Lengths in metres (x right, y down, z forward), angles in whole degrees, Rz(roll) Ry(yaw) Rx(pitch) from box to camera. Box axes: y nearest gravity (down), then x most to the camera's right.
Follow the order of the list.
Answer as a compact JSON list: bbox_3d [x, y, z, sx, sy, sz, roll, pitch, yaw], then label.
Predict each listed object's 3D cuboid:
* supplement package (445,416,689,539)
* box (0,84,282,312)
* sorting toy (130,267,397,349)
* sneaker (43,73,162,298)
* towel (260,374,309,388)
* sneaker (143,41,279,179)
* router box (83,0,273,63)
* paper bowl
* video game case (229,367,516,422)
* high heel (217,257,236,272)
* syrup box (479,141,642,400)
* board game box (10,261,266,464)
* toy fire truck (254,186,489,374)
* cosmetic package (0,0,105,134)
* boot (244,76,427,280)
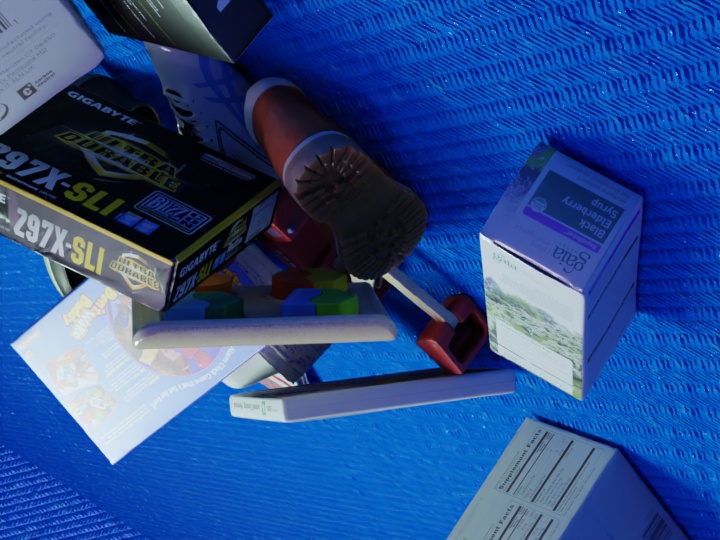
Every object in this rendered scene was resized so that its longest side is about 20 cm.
[{"bbox_3d":[0.186,0.254,1.881,0.110,0.156,0.200,17,155,46],"label":"supplement package"},{"bbox_3d":[-0.181,-0.058,1.575,0.199,0.160,0.050,25,124,17],"label":"box"},{"bbox_3d":[-0.074,0.025,1.582,0.183,0.037,0.200,-2,-173,-6],"label":"sorting toy"},{"bbox_3d":[-0.212,-0.053,1.798,0.074,0.202,0.106,-5,-162,-28],"label":"sneaker"},{"bbox_3d":[-0.118,0.063,2.211,0.143,0.023,0.200,29,160,31],"label":"towel"},{"bbox_3d":[-0.112,-0.112,1.642,0.072,0.073,0.200,25,159,38],"label":"sneaker"},{"bbox_3d":[-0.164,-0.231,1.451,0.149,0.051,0.200,19,154,46],"label":"router box"},{"bbox_3d":[-0.121,0.022,1.884,0.201,0.104,0.201,43,177,3],"label":"paper bowl"},{"bbox_3d":[0.007,0.103,1.813,0.198,0.022,0.182,-6,180,-17],"label":"video game case"},{"bbox_3d":[-0.179,-0.063,1.664,0.200,0.068,0.096,38,-174,0],"label":"high heel"},{"bbox_3d":[0.134,0.004,1.444,0.078,0.082,0.200,29,162,17],"label":"syrup box"},{"bbox_3d":[-0.175,0.052,1.789,0.200,0.045,0.135,-37,96,31],"label":"board game box"},{"bbox_3d":[0.000,0.000,1.756,0.200,0.049,0.141,44,161,-22],"label":"toy fire truck"},{"bbox_3d":[-0.311,-0.203,1.499,0.201,0.164,0.165,56,-178,33],"label":"cosmetic package"},{"bbox_3d":[-0.019,-0.069,1.600,0.107,0.075,0.200,49,179,34],"label":"boot"}]
